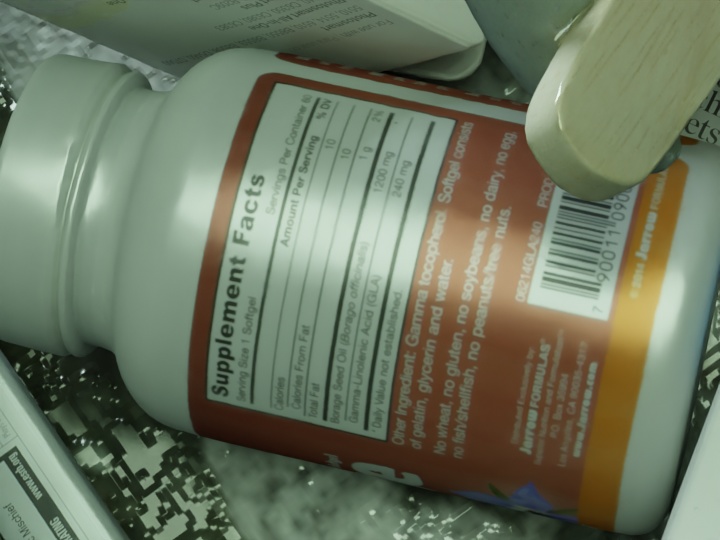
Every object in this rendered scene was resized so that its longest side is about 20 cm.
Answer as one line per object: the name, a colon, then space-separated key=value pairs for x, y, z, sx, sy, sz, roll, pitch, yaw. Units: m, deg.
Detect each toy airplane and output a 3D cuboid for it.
toy airplane: x=0.093 y=-0.110 z=0.696 sx=0.140 sy=0.200 sz=0.201 roll=-1 pitch=85 yaw=30

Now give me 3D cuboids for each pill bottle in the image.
pill bottle: x=0.000 y=0.000 z=0.745 sx=0.199 sy=0.112 sz=0.113 roll=13 pitch=75 yaw=9

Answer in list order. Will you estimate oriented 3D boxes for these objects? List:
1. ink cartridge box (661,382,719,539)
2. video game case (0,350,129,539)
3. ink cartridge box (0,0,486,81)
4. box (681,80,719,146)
ink cartridge box: x=0.104 y=0.107 z=0.701 sx=0.067 sy=0.116 sz=0.201 roll=19 pitch=75 yaw=11
video game case: x=-0.182 y=0.072 z=0.770 sx=0.182 sy=0.022 sz=0.200 roll=-36 pitch=76 yaw=-2
ink cartridge box: x=-0.047 y=-0.137 z=0.750 sx=0.199 sy=0.125 sz=0.129 roll=23 pitch=72 yaw=-33
box: x=0.152 y=-0.017 z=0.775 sx=0.199 sy=0.039 sz=0.042 roll=26 pitch=76 yaw=12
